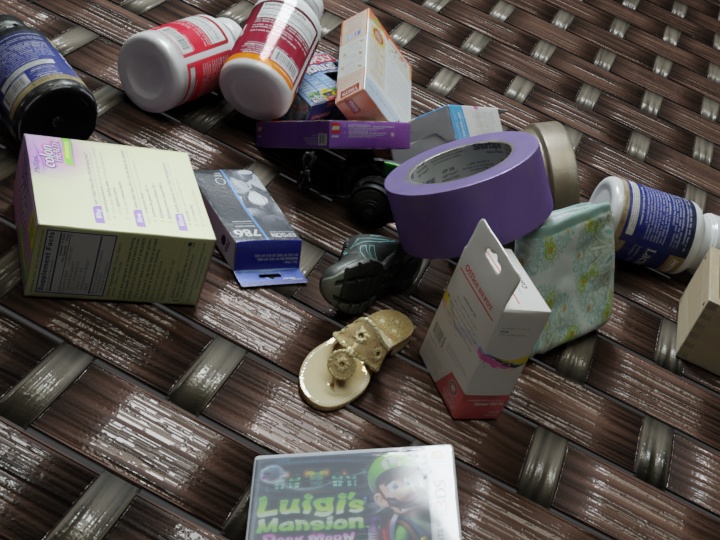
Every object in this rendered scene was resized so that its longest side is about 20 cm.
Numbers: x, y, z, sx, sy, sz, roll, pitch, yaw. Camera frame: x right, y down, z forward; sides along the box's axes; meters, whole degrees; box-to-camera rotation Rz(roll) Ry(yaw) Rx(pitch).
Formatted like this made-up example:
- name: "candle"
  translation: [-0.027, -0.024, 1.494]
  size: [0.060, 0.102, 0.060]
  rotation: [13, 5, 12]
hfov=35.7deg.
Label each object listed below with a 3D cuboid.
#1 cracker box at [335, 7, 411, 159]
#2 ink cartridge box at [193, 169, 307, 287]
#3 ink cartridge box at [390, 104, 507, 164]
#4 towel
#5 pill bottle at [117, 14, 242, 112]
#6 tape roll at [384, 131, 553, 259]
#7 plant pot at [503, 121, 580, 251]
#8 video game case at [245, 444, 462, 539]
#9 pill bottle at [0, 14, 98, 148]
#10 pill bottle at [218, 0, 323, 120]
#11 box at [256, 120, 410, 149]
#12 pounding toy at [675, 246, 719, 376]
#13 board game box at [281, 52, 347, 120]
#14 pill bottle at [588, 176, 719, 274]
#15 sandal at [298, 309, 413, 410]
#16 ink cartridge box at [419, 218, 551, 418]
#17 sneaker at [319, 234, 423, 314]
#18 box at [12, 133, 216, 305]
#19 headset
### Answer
- name: "cracker box"
  translation: [0.022, -0.285, 1.715]
  size: [0.134, 0.057, 0.202]
  rotation: [48, 31, -38]
- name: "ink cartridge box"
  translation: [-0.143, -0.058, 1.409]
  size: [0.098, 0.040, 0.201]
  rotation: [-3, 41, -35]
- name: "ink cartridge box"
  translation: [0.141, -0.195, 1.672]
  size: [0.199, 0.114, 0.069]
  rotation: [-10, 83, -56]
- name: "towel"
  translation: [0.262, 0.008, 1.434]
  size: [0.048, 0.175, 0.198]
  rotation: [12, 20, 43]
- name: "pill bottle"
  translation: [-0.252, -0.308, 1.632]
  size: [0.111, 0.113, 0.200]
  rotation: [32, 34, 15]
- name: "tape roll"
  translation: [0.133, -0.095, 1.380]
  size: [0.197, 0.086, 0.201]
  rotation: [-17, 20, 6]
- name: "plant pot"
  translation: [0.194, -0.101, 1.560]
  size: [0.170, 0.203, 0.201]
  rotation: [-4, 37, -8]
- name: "video game case"
  translation: [-0.007, 0.233, 1.019]
  size: [0.196, 0.024, 0.183]
  rotation: [-4, 34, 3]
- name: "pill bottle"
  translation: [-0.426, -0.241, 1.433]
  size: [0.111, 0.113, 0.200]
  rotation: [-9, 45, -39]
- name: "pill bottle"
  translation: [-0.124, -0.328, 1.641]
  size: [0.111, 0.113, 0.202]
  rotation: [21, 57, -1]
- name: "box"
  translation: [-0.041, -0.190, 1.566]
  size: [0.135, 0.040, 0.199]
  rotation: [-3, 8, -35]
- name: "pounding toy"
  translation: [0.566, 0.059, 1.565]
  size: [0.197, 0.144, 0.185]
  rotation: [24, 33, 4]
- name: "board game box"
  translation: [-0.094, -0.303, 1.768]
  size: [0.199, 0.062, 0.199]
  rotation: [38, 36, 21]
- name: "pill bottle"
  translation: [0.448, -0.062, 1.694]
  size: [0.197, 0.117, 0.117]
  rotation: [15, 33, -10]
- name: "sandal"
  translation: [0.002, 0.077, 1.271]
  size: [0.077, 0.070, 0.211]
  rotation: [33, 34, 17]
- name: "ink cartridge box"
  translation: [0.145, 0.055, 1.266]
  size: [0.066, 0.202, 0.117]
  rotation: [3, 37, -26]
- name: "sneaker"
  translation: [0.000, 0.000, 1.394]
  size: [0.079, 0.077, 0.199]
  rotation: [27, 23, 26]
- name: "box"
  translation: [-0.283, -0.057, 1.270]
  size: [0.197, 0.098, 0.177]
  rotation: [5, 37, -27]
- name: "headset"
  translation: [0.008, -0.123, 1.539]
  size: [0.196, 0.095, 0.124]
  rotation: [-1, 38, -20]
